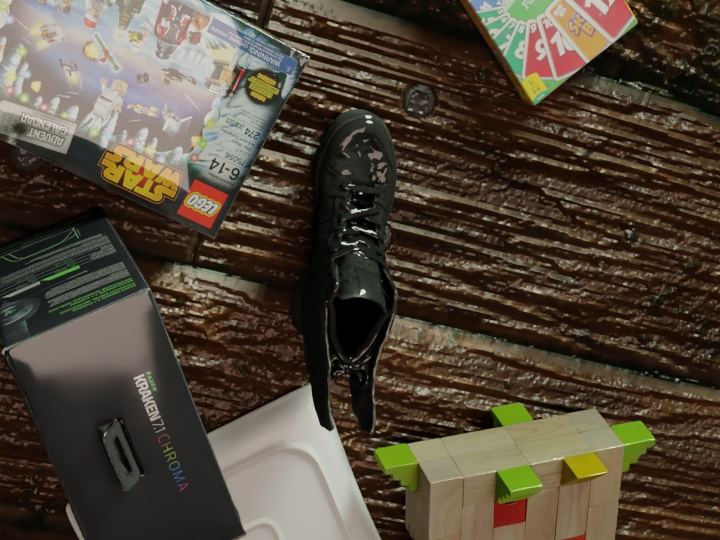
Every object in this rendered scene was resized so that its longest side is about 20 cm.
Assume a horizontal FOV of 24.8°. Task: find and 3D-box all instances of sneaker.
[{"bbox_3d":[-0.003,-0.001,1.093,0.060,0.104,0.201,8,104,-20],"label":"sneaker"}]

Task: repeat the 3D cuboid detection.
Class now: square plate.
[{"bbox_3d":[-0.082,0.208,1.175,0.198,0.028,0.201,-26,113,-10],"label":"square plate"}]

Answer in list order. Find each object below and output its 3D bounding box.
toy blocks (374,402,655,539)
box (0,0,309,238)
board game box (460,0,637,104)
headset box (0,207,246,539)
[{"bbox_3d":[0.111,0.185,1.206,0.199,0.100,0.137,-8,120,-16],"label":"toy blocks"},{"bbox_3d":[-0.150,-0.123,1.040,0.199,0.040,0.137,25,99,-24],"label":"box"},{"bbox_3d":[0.101,-0.219,1.102,0.095,0.030,0.200,-38,112,-4],"label":"board game box"},{"bbox_3d":[-0.157,0.077,1.014,0.092,0.200,0.175,-23,113,-11],"label":"headset box"}]
